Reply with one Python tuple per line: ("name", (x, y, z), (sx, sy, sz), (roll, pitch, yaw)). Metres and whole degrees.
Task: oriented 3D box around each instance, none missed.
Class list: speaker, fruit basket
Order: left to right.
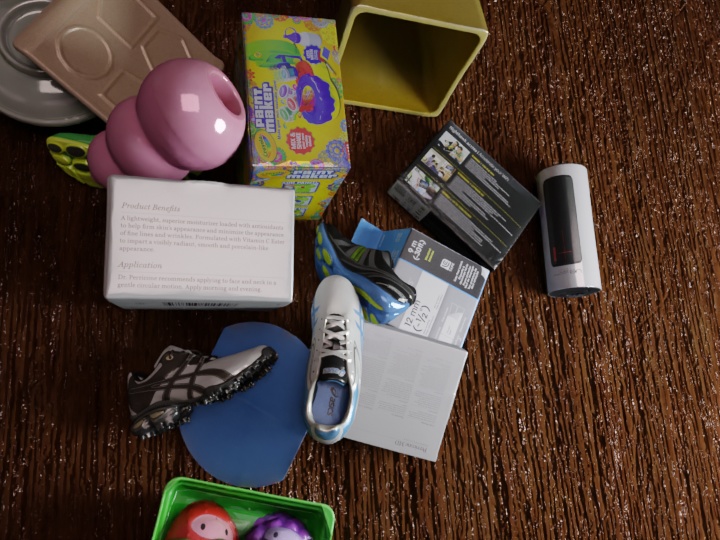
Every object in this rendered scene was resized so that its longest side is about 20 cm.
("fruit basket", (-0.132, 0.323, 0.655), (0.213, 0.216, 0.157), (15, 73, -12))
("speaker", (0.326, -0.060, 0.947), (0.080, 0.081, 0.202), (3, 76, -15))

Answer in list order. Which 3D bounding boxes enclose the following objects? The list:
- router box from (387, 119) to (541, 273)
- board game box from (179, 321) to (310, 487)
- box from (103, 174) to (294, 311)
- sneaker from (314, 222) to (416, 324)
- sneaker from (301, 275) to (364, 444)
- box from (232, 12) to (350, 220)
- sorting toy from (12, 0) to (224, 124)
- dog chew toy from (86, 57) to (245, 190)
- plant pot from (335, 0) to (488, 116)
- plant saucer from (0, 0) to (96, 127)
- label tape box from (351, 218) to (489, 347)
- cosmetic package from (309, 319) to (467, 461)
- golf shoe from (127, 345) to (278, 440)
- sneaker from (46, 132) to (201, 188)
("router box", (0.162, -0.111, 0.927), (0.200, 0.051, 0.149), (42, 67, -2))
("board game box", (-0.132, 0.169, 0.766), (0.157, 0.039, 0.201), (25, 88, 13))
("box", (-0.190, -0.021, 0.722), (0.197, 0.200, 0.132), (2, 83, -15))
("sneaker", (0.000, 0.000, 0.812), (0.082, 0.071, 0.199), (-17, 42, -32))
("sneaker", (-0.029, 0.100, 0.709), (0.071, 0.073, 0.202), (5, 72, -8))
("box", (-0.102, -0.191, 0.798), (0.121, 0.193, 0.202), (-2, 77, -16))
("sorting toy", (-0.298, -0.271, 0.766), (0.200, 0.036, 0.186), (39, 60, -24))
("dog chew toy", (-0.232, -0.154, 0.693), (0.199, 0.124, 0.126), (-26, 82, 17))
("plant pot", (0.056, -0.382, 0.899), (0.192, 0.196, 0.202), (5, 68, -14))
("plant saucer", (-0.395, -0.283, 0.762), (0.198, 0.050, 0.202), (4, 73, -15))
("label tape box", (0.067, 0.023, 0.860), (0.199, 0.066, 0.144), (28, 71, -9))
("cosmetic package", (0.023, 0.148, 0.790), (0.198, 0.052, 0.152), (17, 90, -6))
("golf shoe", (-0.198, 0.123, 0.725), (0.199, 0.078, 0.095), (-27, 75, 4))
("sneaker", (-0.309, -0.160, 0.807), (0.198, 0.074, 0.084), (1, 51, -13))
